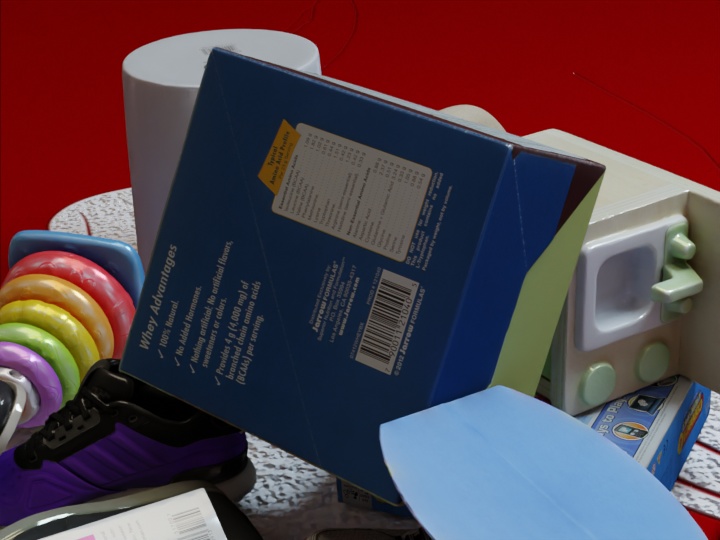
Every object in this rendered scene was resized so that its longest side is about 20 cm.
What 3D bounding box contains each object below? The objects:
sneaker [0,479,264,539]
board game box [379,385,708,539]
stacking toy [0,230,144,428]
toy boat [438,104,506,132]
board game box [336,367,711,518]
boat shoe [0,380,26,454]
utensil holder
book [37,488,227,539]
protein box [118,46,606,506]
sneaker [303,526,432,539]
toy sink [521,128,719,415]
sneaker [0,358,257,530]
[{"bbox_3d":[-0.130,0.178,0.839,0.199,0.075,0.106,-19,29,-34],"label":"sneaker"},{"bbox_3d":[0.088,0.131,0.770,0.158,0.039,0.200,41,26,23],"label":"board game box"},{"bbox_3d":[-0.229,0.069,1.073,0.109,0.117,0.200,6,35,14],"label":"stacking toy"},{"bbox_3d":[0.048,-0.057,1.317,0.199,0.131,0.130,-25,3,-40],"label":"toy boat"},{"bbox_3d":[0.112,0.098,1.012,0.195,0.056,0.200,9,27,24],"label":"board game box"},{"bbox_3d":[-0.277,0.091,0.971,0.200,0.060,0.074,-7,52,52],"label":"boat shoe"},{"bbox_3d":[-0.105,-0.077,1.246,0.169,0.201,0.170,-2,25,1],"label":"utensil holder"},{"bbox_3d":[-0.145,0.195,0.756,0.199,0.048,0.134,-14,61,-25],"label":"book"},{"bbox_3d":[0.000,0.000,0.885,0.199,0.200,0.135,22,9,30],"label":"protein box"},{"bbox_3d":[0.066,0.154,0.859,0.199,0.083,0.078,0,24,2],"label":"sneaker"},{"bbox_3d":[0.145,0.006,0.989,0.112,0.131,0.200,-17,29,-30],"label":"toy sink"},{"bbox_3d":[-0.170,0.103,0.971,0.199,0.100,0.070,-9,25,-5],"label":"sneaker"}]
